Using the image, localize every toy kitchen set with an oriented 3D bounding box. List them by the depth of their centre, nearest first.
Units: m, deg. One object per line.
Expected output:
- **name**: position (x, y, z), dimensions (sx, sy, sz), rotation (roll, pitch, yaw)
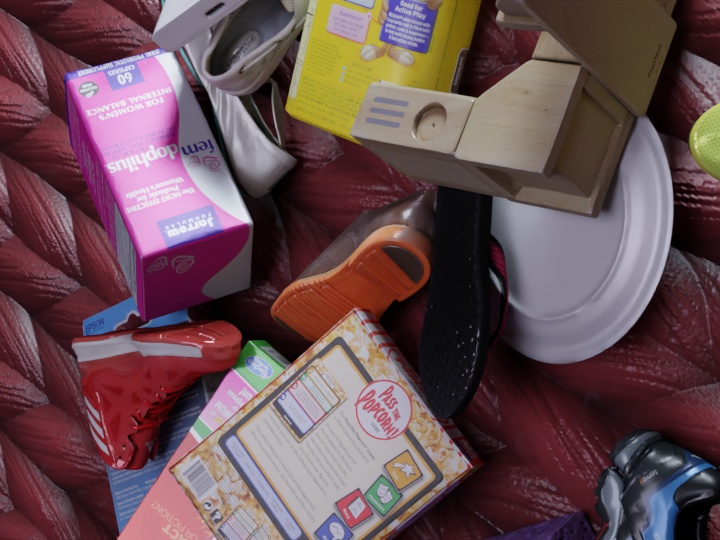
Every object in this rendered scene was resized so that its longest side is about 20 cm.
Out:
- **toy kitchen set**: position (0.090, -0.171, 1.070), dimensions (0.179, 0.163, 0.202), rotation (14, 78, 42)

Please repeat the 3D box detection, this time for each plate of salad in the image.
- **plate of salad**: position (0.151, -0.034, 1.128), dimensions (0.199, 0.048, 0.203), rotation (-10, 77, 50)

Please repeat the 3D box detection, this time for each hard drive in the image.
- **hard drive**: position (-0.099, -0.278, 1.280), dimensions (0.131, 0.026, 0.202), rotation (-27, 37, 37)

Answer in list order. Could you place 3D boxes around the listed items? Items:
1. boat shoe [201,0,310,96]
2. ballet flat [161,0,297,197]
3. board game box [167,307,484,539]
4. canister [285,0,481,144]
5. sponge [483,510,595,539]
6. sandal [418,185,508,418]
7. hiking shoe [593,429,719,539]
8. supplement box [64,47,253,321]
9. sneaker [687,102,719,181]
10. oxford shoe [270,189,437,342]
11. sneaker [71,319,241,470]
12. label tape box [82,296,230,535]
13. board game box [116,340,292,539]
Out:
- **boat shoe**: position (-0.061, -0.229, 1.268), dimensions (0.070, 0.069, 0.201), rotation (33, 98, 7)
- **ballet flat**: position (-0.105, -0.161, 1.343), dimensions (0.069, 0.069, 0.202), rotation (-32, 74, 35)
- **board game box**: position (-0.028, 0.151, 1.209), dimensions (0.199, 0.046, 0.152), rotation (-40, 77, 11)
- **canister**: position (0.024, -0.201, 1.212), dimensions (0.148, 0.086, 0.203), rotation (25, 107, 37)
- **sponge**: position (0.067, 0.234, 1.156), dimensions (0.199, 0.111, 0.030), rotation (-27, 92, 37)
- **sandal**: position (0.083, 0.009, 1.144), dimensions (0.075, 0.045, 0.203), rotation (-19, 59, 53)
- **hiking shoe**: position (0.192, 0.214, 1.075), dimensions (0.086, 0.074, 0.203), rotation (20, 103, 39)
- **supplement box**: position (-0.171, -0.075, 1.331), dimensions (0.104, 0.100, 0.201), rotation (101, 146, -58)
- **sneaker**: position (0.287, -0.074, 0.986), dimensions (0.198, 0.090, 0.079), rotation (14, 100, 41)
- **oxford shoe**: position (0.000, 0.000, 1.257), dimensions (0.199, 0.071, 0.073), rotation (-30, 30, 46)
- **sneaker**: position (-0.161, 0.105, 1.306), dimensions (0.199, 0.078, 0.117), rotation (-4, 95, 50)
- **label tape box**: position (-0.164, 0.121, 1.384), dimensions (0.142, 0.066, 0.203), rotation (-23, 73, 36)
- **board game box**: position (-0.082, 0.182, 1.270), dimensions (0.152, 0.040, 0.201), rotation (36, 98, 15)
